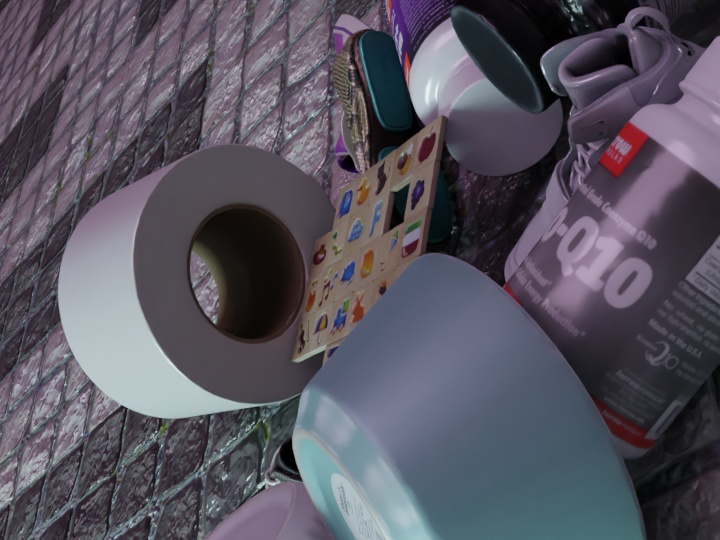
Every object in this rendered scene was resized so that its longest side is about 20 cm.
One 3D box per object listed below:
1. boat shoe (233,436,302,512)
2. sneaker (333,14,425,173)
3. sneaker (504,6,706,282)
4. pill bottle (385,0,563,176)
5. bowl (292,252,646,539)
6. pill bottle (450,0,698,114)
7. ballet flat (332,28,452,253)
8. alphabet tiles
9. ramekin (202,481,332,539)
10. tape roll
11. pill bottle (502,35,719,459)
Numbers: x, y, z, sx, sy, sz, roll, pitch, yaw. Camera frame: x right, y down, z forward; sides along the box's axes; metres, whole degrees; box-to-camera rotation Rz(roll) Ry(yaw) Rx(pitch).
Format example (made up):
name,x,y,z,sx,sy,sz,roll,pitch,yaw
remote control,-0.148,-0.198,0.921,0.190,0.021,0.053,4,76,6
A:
name,x,y,z,sx,sy,sz,roll,pitch,yaw
boat shoe,-0.037,0.140,0.878,0.200,0.067,0.072,-41,36,35
sneaker,0.001,-0.150,1.078,0.115,0.072,0.201,-57,28,13
sneaker,0.134,-0.067,0.731,0.200,0.115,0.075,-44,36,27
pill bottle,0.084,-0.159,0.903,0.111,0.111,0.201,-46,31,25
bowl,0.039,0.103,0.622,0.105,0.202,0.201,-29,21,-19
pill bottle,0.156,-0.193,0.763,0.200,0.112,0.112,-41,28,-4
ballet flat,0.019,-0.090,0.965,0.075,0.067,0.201,-44,55,49
alphabet tiles,0.000,0.000,0.871,0.200,0.008,0.168,-30,46,61
ramekin,-0.057,0.217,0.722,0.200,0.105,0.200,-43,9,9
tape roll,-0.122,0.013,0.990,0.139,0.202,0.204,-17,50,52
pill bottle,0.161,-0.013,0.643,0.200,0.114,0.114,-54,29,12
